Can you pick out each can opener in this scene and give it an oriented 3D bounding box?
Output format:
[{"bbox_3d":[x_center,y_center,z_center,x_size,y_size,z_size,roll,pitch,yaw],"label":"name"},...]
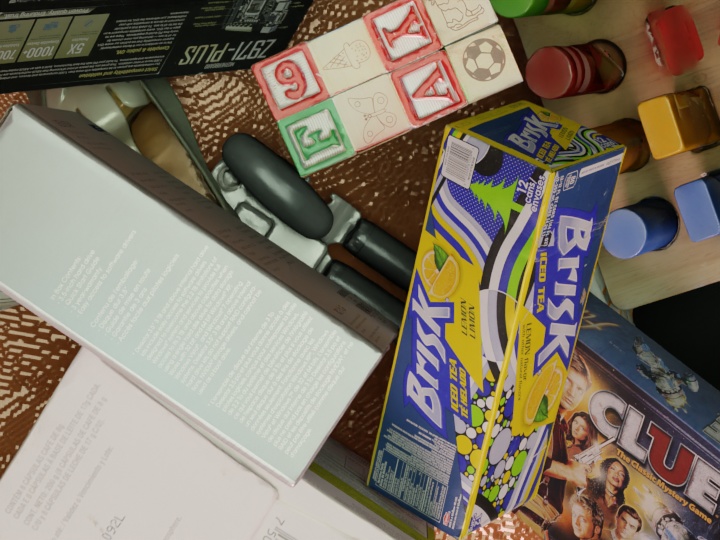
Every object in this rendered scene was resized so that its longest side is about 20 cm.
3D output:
[{"bbox_3d":[0.000,0.000,1.224,0.200,0.066,0.053,35,91,-8],"label":"can opener"}]

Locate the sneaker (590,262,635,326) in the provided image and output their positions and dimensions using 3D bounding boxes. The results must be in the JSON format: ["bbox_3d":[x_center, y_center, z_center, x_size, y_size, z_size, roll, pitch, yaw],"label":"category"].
[{"bbox_3d":[0.127,0.003,1.213,0.092,0.076,0.200,-19,91,-35],"label":"sneaker"}]

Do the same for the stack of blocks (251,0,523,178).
[{"bbox_3d":[0.012,-0.098,1.147,0.115,0.200,0.059,-24,94,1],"label":"stack of blocks"}]

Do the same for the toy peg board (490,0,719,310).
[{"bbox_3d":[0.166,-0.097,1.090,0.200,0.098,0.199,-19,88,29],"label":"toy peg board"}]

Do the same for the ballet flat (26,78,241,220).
[{"bbox_3d":[-0.115,-0.061,1.182,0.067,0.064,0.200,-35,81,0],"label":"ballet flat"}]

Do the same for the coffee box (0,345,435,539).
[{"bbox_3d":[-0.095,0.161,1.160,0.200,0.198,0.200,33,93,-1],"label":"coffee box"}]

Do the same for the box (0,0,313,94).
[{"bbox_3d":[-0.106,-0.176,1.111,0.200,0.164,0.086,-10,57,-38],"label":"box"}]

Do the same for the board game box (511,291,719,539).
[{"bbox_3d":[0.136,0.101,1.149,0.200,0.035,0.136,39,137,26],"label":"board game box"}]

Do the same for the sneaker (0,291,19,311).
[{"bbox_3d":[-0.188,-0.011,1.223,0.200,0.072,0.072,-8,64,-12],"label":"sneaker"}]

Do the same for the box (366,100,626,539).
[{"bbox_3d":[0.064,0.024,1.099,0.064,0.070,0.200,27,119,29],"label":"box"}]

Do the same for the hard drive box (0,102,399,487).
[{"bbox_3d":[-0.086,0.007,1.069,0.200,0.156,0.077,34,94,2],"label":"hard drive box"}]

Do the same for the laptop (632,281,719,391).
[{"bbox_3d":[0.237,0.092,1.236,0.200,0.103,0.177,8,76,-26],"label":"laptop"}]
